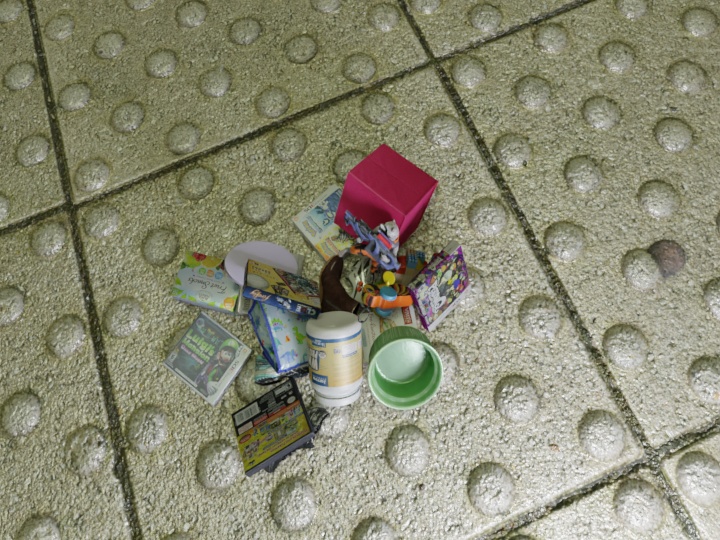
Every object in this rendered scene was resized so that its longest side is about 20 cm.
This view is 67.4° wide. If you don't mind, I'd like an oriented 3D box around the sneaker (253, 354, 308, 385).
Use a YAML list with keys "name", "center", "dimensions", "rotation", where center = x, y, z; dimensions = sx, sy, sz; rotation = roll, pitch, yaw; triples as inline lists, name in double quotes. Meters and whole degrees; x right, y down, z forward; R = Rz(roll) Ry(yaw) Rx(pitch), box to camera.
- name: "sneaker"
  center: [-0.199, 0.247, 1.471]
  dimensions: [0.193, 0.078, 0.089]
  rotation: [-12, 65, -1]

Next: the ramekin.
- name: "ramekin"
  center: [0.110, 0.244, 1.393]
  dimensions: [0.192, 0.098, 0.207]
  rotation: [-1, 110, -3]

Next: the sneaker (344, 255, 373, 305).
- name: "sneaker"
  center: [0.000, 0.000, 1.552]
  dimensions: [0.085, 0.074, 0.207]
  rotation: [6, 69, 4]

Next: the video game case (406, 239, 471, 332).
- name: "video game case"
  center: [0.217, 0.046, 1.456]
  dimensions: [0.181, 0.202, 0.036]
  rotation: [-43, 49, -14]

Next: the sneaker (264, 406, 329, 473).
- name: "sneaker"
  center: [-0.165, 0.441, 1.402]
  dimensions: [0.101, 0.060, 0.204]
  rotation: [20, 68, 16]

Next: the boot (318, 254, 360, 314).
- name: "boot"
  center: [-0.053, 0.067, 1.501]
  dimensions: [0.164, 0.072, 0.205]
  rotation: [18, 83, 42]

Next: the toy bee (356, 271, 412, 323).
- name: "toy bee"
  center: [0.047, 0.058, 1.408]
  dimensions: [0.108, 0.197, 0.133]
  rotation: [42, 107, 35]

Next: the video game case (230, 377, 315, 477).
- name: "video game case"
  center: [-0.230, 0.400, 1.396]
  dimensions: [0.196, 0.026, 0.182]
  rotation: [-30, 46, -2]

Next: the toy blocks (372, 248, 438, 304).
- name: "toy blocks"
  center: [0.139, 0.005, 1.481]
  dimensions: [0.193, 0.140, 0.102]
  rotation: [10, 38, -8]

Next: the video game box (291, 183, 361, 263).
- name: "video game box"
  center: [-0.082, -0.135, 1.625]
  dimensions: [0.181, 0.047, 0.200]
  rotation: [-40, 72, -9]

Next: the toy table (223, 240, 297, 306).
- name: "toy table"
  center: [-0.279, -0.002, 1.475]
  dimensions: [0.194, 0.117, 0.190]
  rotation: [15, 71, -19]

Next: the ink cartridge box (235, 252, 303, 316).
- name: "ink cartridge box"
  center: [-0.261, 0.039, 1.561]
  dimensions: [0.171, 0.045, 0.207]
  rotation: [12, 73, -21]

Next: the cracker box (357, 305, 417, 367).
- name: "cracker box"
  center: [0.063, 0.183, 1.487]
  dimensions: [0.193, 0.058, 0.138]
  rotation: [-10, 69, -1]

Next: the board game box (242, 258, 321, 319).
- name: "board game box"
  center: [-0.199, 0.046, 1.368]
  dimensions: [0.195, 0.035, 0.137]
  rotation: [19, 24, -18]

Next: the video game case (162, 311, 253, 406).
- name: "video game case"
  center: [-0.428, 0.244, 1.515]
  dimensions: [0.197, 0.023, 0.184]
  rotation: [32, 74, 15]

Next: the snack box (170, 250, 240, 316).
- name: "snack box"
  center: [-0.435, 0.037, 1.576]
  dimensions: [0.193, 0.053, 0.147]
  rotation: [13, 71, 6]

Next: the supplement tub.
- name: "supplement tub"
  center: [-0.064, 0.221, 1.371]
  dimensions: [0.139, 0.145, 0.207]
  rotation: [-2, 104, 3]

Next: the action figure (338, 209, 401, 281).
- name: "action figure"
  center: [0.026, -0.081, 1.429]
  dimensions: [0.202, 0.192, 0.105]
  rotation: [50, 42, -6]

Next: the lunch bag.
- name: "lunch bag"
  center: [-0.187, 0.158, 1.445]
  dimensions: [0.166, 0.128, 0.204]
  rotation: [-16, 67, -32]

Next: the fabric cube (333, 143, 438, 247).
- name: "fabric cube"
  center: [0.070, -0.193, 1.520]
  dimensions: [0.197, 0.199, 0.200]
  rotation: [35, 50, 12]
